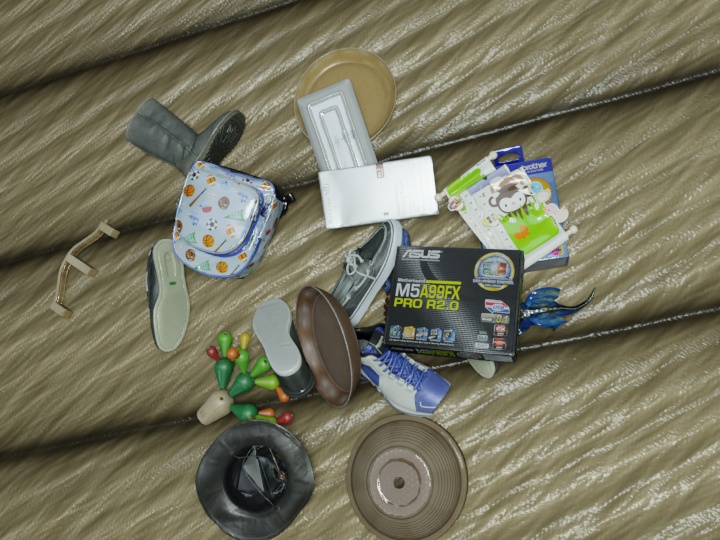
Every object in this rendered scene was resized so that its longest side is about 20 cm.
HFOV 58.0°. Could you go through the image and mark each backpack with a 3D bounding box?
[{"bbox_3d":[-0.240,-0.082,1.151,0.197,0.154,0.194,18,97,11],"label":"backpack"}]

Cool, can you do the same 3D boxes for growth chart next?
[{"bbox_3d":[0.233,-0.095,1.032,0.144,0.018,0.201,-42,72,2],"label":"growth chart"}]

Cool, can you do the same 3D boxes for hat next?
[{"bbox_3d":[-0.168,0.333,1.070,0.196,0.081,0.205,0,95,3],"label":"hat"}]

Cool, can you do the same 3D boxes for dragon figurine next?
[{"bbox_3d":[0.285,0.062,1.014,0.196,0.100,0.060,-9,75,2],"label":"dragon figurine"}]

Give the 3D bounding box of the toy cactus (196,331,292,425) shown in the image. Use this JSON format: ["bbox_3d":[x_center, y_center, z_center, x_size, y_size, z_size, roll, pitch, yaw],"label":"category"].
[{"bbox_3d":[-0.216,0.210,1.117,0.164,0.102,0.201,-39,81,12],"label":"toy cactus"}]

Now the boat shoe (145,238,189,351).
[{"bbox_3d":[-0.361,0.048,1.202,0.067,0.071,0.204,-12,80,48],"label":"boat shoe"}]

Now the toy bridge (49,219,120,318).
[{"bbox_3d":[-0.545,-0.011,1.267,0.066,0.027,0.202,27,85,18],"label":"toy bridge"}]

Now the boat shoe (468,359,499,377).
[{"bbox_3d":[0.184,0.071,1.052,0.067,0.072,0.203,-17,80,-25],"label":"boat shoe"}]

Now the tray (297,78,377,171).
[{"bbox_3d":[-0.037,-0.231,1.168,0.106,0.022,0.203,-19,92,9],"label":"tray"}]

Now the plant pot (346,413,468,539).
[{"bbox_3d":[0.067,0.329,1.017,0.197,0.093,0.205,-3,78,13],"label":"plant pot"}]

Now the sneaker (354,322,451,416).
[{"bbox_3d":[0.046,0.152,1.039,0.197,0.116,0.081,28,65,16],"label":"sneaker"}]

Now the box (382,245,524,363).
[{"bbox_3d":[0.141,0.047,0.978,0.196,0.044,0.163,3,70,20],"label":"box"}]

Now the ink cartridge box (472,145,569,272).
[{"bbox_3d":[0.259,-0.101,1.076,0.134,0.076,0.204,-9,74,11],"label":"ink cartridge box"}]

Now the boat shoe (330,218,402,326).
[{"bbox_3d":[-0.001,-0.001,1.086,0.201,0.067,0.074,-58,33,19],"label":"boat shoe"}]

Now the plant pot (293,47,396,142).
[{"bbox_3d":[-0.027,-0.317,1.214,0.196,0.027,0.204,-3,76,13],"label":"plant pot"}]

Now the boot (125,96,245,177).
[{"bbox_3d":[-0.342,-0.278,1.264,0.199,0.073,0.183,38,87,24],"label":"boot"}]

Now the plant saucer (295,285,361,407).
[{"bbox_3d":[-0.050,0.120,1.057,0.034,0.201,0.203,-15,71,-26],"label":"plant saucer"}]

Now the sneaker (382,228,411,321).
[{"bbox_3d":[0.076,0.021,1.098,0.075,0.077,0.204,-34,52,46],"label":"sneaker"}]

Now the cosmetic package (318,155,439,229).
[{"bbox_3d":[0.033,-0.132,1.119,0.196,0.074,0.104,-8,93,7],"label":"cosmetic package"}]

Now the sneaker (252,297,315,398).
[{"bbox_3d":[-0.132,0.137,1.114,0.070,0.100,0.201,-21,39,-6],"label":"sneaker"}]
